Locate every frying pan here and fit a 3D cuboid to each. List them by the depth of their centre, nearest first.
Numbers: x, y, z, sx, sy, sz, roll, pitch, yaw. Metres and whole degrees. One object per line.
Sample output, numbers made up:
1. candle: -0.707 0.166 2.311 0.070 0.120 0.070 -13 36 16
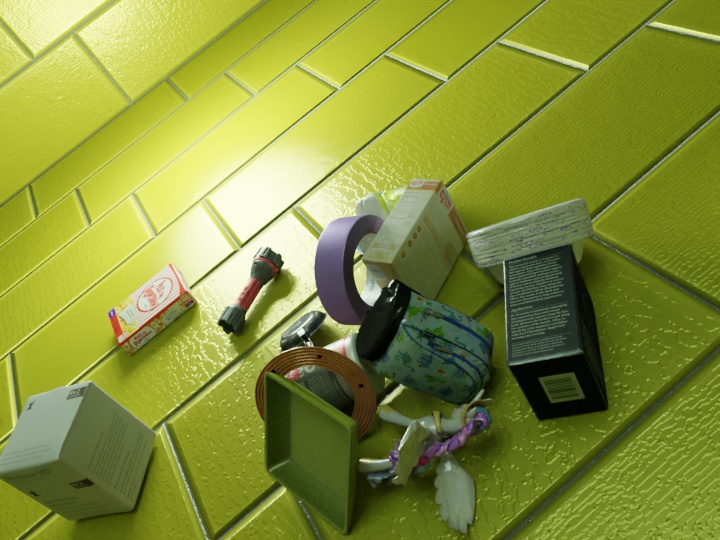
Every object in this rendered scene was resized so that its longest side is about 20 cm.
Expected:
1. frying pan: -0.119 0.128 1.332 0.115 0.031 0.190 -35 12 19

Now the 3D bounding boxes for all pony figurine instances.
1. pony figurine: 0.092 0.262 1.024 0.200 0.167 0.193 -20 31 42

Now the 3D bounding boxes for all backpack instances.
1. backpack: 0.111 0.121 1.108 0.163 0.199 0.154 124 153 -46

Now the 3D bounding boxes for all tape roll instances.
1. tape roll: 0.000 0.000 1.292 0.065 0.200 0.201 -3 49 33

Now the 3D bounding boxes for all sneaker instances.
1. sneaker: 0.083 -0.137 1.452 0.105 0.076 0.200 -27 17 -40

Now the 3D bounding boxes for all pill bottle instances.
1. pill bottle: -0.067 0.195 1.212 0.199 0.111 0.111 -27 39 17

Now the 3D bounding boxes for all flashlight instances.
1. flashlight: -0.238 0.042 1.530 0.068 0.068 0.200 -1 49 41

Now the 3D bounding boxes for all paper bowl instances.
1. paper bowl: 0.283 -0.042 1.163 0.200 0.105 0.201 -16 1 0

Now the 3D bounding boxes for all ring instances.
1. ring: -0.073 0.208 1.147 0.200 0.201 0.019 -23 19 15

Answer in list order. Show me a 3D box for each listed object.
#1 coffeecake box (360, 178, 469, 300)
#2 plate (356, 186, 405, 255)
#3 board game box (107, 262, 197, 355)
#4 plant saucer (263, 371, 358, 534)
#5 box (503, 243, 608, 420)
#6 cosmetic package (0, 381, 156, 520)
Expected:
1. coffeecake box: 0.107 -0.044 1.296 0.073 0.154 0.200 9 56 41
2. plate: 0.072 -0.098 1.479 0.199 0.026 0.201 -20 41 18
3. board game box: -0.499 0.089 1.688 0.200 0.046 0.151 -40 39 -5
4. plant saucer: -0.071 0.273 1.097 0.048 0.201 0.199 -20 33 -41
5. box: 0.284 0.090 1.038 0.107 0.149 0.201 -14 43 24
6. cosmetic package: -0.524 0.339 1.318 0.164 0.200 0.165 -17 42 22
